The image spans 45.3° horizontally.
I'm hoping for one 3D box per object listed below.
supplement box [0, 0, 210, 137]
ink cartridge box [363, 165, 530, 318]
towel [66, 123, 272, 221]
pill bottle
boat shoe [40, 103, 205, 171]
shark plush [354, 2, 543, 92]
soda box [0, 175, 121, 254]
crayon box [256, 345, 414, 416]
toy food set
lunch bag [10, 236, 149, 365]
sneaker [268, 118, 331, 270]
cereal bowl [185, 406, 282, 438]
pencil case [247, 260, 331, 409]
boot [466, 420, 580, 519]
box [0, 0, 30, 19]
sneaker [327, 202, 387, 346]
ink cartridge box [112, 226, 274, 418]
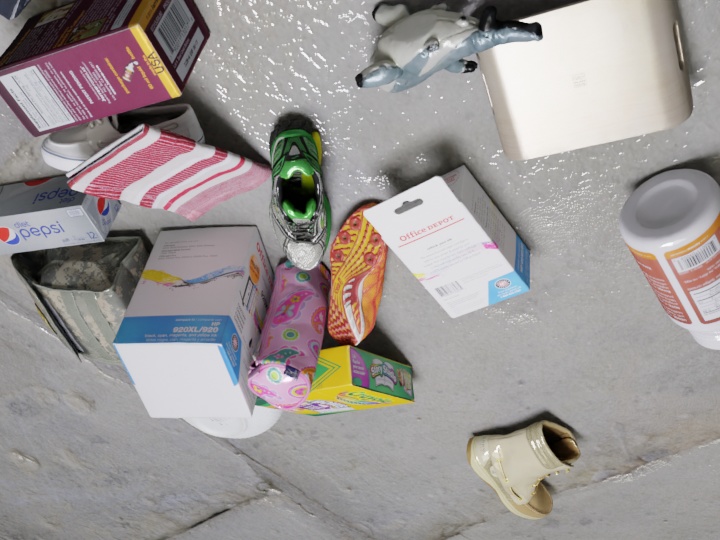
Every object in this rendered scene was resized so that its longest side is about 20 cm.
[{"bbox_3d":[-0.270,-0.224,0.897,0.196,0.112,0.086,-10,133,23],"label":"supplement box"},{"bbox_3d":[0.105,-0.043,1.021,0.114,0.069,0.200,-22,127,31],"label":"ink cartridge box"},{"bbox_3d":[-0.216,-0.108,0.992,0.142,0.023,0.198,-24,159,31],"label":"towel"},{"bbox_3d":[0.375,-0.006,0.962,0.111,0.114,0.201,-19,128,30],"label":"pill bottle"},{"bbox_3d":[-0.279,-0.163,1.000,0.195,0.074,0.066,-5,132,4],"label":"boat shoe"},{"bbox_3d":[0.084,-0.221,0.838,0.197,0.093,0.083,-16,147,34],"label":"shark plush"},{"bbox_3d":[-0.416,-0.073,1.118,0.196,0.069,0.064,-6,135,19],"label":"soda box"},{"bbox_3d":[-0.041,0.159,1.206,0.169,0.060,0.199,-11,162,26],"label":"crayon box"},{"bbox_3d":[0.216,-0.200,0.852,0.196,0.061,0.145,-10,120,21],"label":"toy food set"},{"bbox_3d":[-0.375,0.042,1.194,0.196,0.119,0.166,2,136,20],"label":"lunch bag"},{"bbox_3d":[-0.076,-0.072,1.017,0.076,0.086,0.202,-5,136,1],"label":"sneaker"},{"bbox_3d":[-0.213,0.197,1.335,0.195,0.084,0.202,8,137,7],"label":"cereal bowl"},{"bbox_3d":[-0.088,0.075,1.092,0.085,0.202,0.089,5,134,5],"label":"pencil case"},{"bbox_3d":[0.279,0.309,1.336,0.154,0.073,0.200,-26,119,37],"label":"boot"},{"bbox_3d":[-0.329,-0.365,0.727,0.198,0.126,0.196,32,136,-20],"label":"box"},{"bbox_3d":[0.000,0.000,1.102,0.072,0.077,0.203,24,124,16],"label":"sneaker"},{"bbox_3d":[-0.200,0.064,1.110,0.141,0.202,0.149,-2,135,12],"label":"ink cartridge box"}]
